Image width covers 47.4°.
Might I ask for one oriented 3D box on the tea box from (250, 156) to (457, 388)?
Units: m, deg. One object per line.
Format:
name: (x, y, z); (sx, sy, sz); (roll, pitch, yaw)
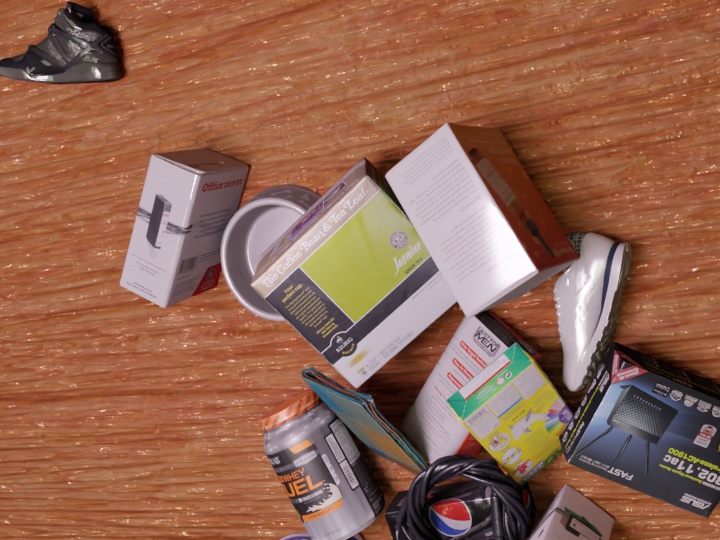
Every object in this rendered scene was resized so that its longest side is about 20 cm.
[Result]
tea box: (0.000, 0.000, 1.052); (0.200, 0.134, 0.197); (-41, 104, 11)

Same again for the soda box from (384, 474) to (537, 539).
soda box: (0.139, 0.339, 1.145); (0.199, 0.071, 0.064); (-16, 96, 23)

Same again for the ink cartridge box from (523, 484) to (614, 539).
ink cartridge box: (0.241, 0.385, 1.048); (0.084, 0.200, 0.147); (35, 110, 14)

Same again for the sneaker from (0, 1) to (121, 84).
sneaker: (-0.456, -0.338, 1.233); (0.198, 0.076, 0.115); (0, 99, 18)

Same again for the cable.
cable: (0.134, 0.321, 1.061); (0.162, 0.051, 0.201); (27, 121, 9)

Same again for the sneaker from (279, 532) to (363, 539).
sneaker: (-0.096, 0.455, 1.217); (0.199, 0.146, 0.081); (-23, 92, 23)

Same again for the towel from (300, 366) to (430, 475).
towel: (0.014, 0.209, 1.104); (0.146, 0.022, 0.200); (17, 152, 49)

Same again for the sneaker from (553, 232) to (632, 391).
sneaker: (0.281, 0.052, 1.039); (0.080, 0.076, 0.202); (16, 100, 26)

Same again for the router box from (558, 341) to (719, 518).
router box: (0.368, 0.196, 1.005); (0.199, 0.062, 0.151); (22, 109, -2)

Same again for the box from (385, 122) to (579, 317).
box: (0.149, -0.064, 0.992); (0.106, 0.152, 0.201); (-37, 77, 30)

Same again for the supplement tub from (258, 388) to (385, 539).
supplement tub: (-0.059, 0.280, 1.181); (0.122, 0.122, 0.201); (-29, 89, 23)

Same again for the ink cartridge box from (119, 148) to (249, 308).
ink cartridge box: (-0.249, -0.066, 1.170); (0.083, 0.144, 0.201); (24, 108, 14)

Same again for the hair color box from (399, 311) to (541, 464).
hair color box: (0.143, 0.163, 1.093); (0.102, 0.061, 0.201); (45, 117, 38)

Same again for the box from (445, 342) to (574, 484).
box: (0.204, 0.189, 1.041); (0.117, 0.048, 0.200); (-39, 128, 2)

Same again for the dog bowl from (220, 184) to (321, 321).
dog bowl: (-0.112, -0.019, 1.175); (0.198, 0.059, 0.202); (4, 102, 21)
